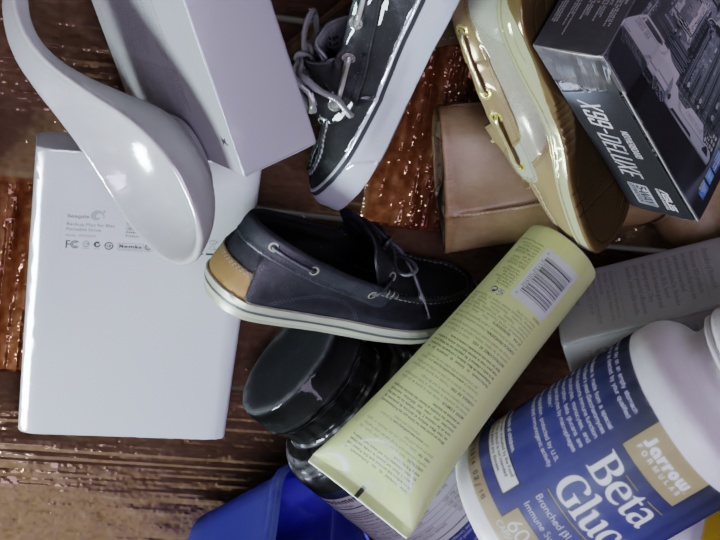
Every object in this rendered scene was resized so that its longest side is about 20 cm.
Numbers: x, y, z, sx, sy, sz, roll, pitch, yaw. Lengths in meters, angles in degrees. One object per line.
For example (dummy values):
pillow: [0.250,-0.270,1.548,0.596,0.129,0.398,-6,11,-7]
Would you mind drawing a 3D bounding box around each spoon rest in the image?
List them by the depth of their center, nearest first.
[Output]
spoon rest: [-0.140,-0.092,0.842,0.061,0.099,0.200,-27,91,-27]

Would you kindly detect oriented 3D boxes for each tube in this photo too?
tube: [0.060,0.060,0.917,0.200,0.058,0.052,-49,115,-15]

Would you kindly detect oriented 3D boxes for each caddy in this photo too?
caddy: [-0.036,0.213,0.978,0.105,0.200,0.141,-26,117,17]

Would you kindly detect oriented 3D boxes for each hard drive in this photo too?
hard drive: [-0.138,0.014,0.947,0.132,0.026,0.200,3,120,-13]

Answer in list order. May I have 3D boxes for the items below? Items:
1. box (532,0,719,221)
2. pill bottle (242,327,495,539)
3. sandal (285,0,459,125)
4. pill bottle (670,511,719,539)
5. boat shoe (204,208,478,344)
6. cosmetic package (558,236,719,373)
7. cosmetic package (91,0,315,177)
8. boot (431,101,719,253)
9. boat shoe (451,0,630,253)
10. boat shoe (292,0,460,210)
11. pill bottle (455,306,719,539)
box: [0.190,-0.155,0.879,0.200,0.050,0.158,-59,138,-17]
pill bottle: [0.025,0.115,0.991,0.112,0.112,0.200,-45,112,8]
sandal: [0.029,-0.166,0.910,0.212,0.070,0.078,-29,131,25]
pill bottle: [0.228,0.193,1.063,0.200,0.112,0.112,24,105,-19]
boat shoe: [0.000,0.000,0.936,0.200,0.075,0.062,7,119,-37]
cosmetic package: [0.230,0.038,0.956,0.200,0.071,0.101,-14,125,11]
cosmetic package: [-0.105,-0.161,0.832,0.052,0.151,0.200,-26,116,-19]
boot: [0.149,-0.033,0.989,0.200,0.066,0.175,-7,110,-6]
boat shoe: [0.106,-0.095,0.892,0.074,0.066,0.200,-48,134,-30]
boat shoe: [-0.003,-0.115,0.859,0.068,0.074,0.199,19,140,-9]
pill bottle: [0.163,0.098,0.888,0.200,0.111,0.111,-37,115,24]
